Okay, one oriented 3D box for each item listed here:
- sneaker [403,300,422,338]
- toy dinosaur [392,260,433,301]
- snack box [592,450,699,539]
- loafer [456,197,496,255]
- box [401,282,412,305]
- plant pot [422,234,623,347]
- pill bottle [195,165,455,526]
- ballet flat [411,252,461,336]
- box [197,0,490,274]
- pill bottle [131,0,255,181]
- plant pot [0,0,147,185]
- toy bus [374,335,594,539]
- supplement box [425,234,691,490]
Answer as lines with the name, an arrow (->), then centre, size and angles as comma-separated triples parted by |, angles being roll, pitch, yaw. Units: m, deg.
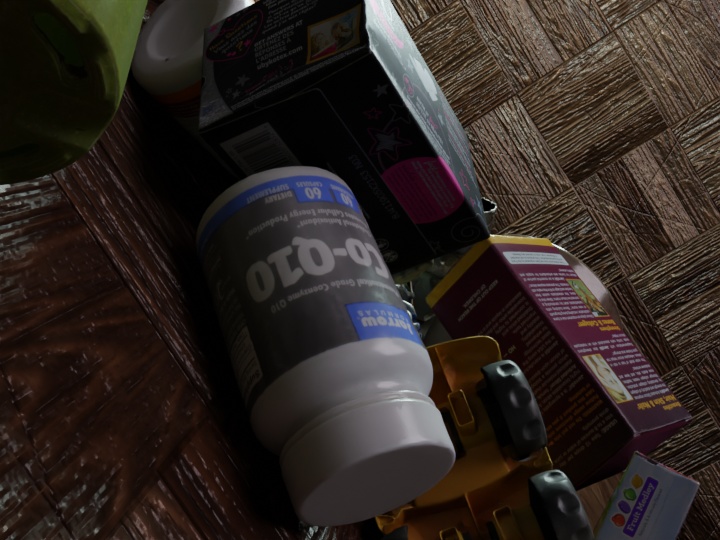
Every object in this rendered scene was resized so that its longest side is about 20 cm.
sneaker -> 0.025, 0.075, 0.749 | 0.200, 0.077, 0.076 | 53, 11, -32
toy dinosaur -> 0.000, 0.000, 0.796 | 0.200, 0.047, 0.088 | 20, -32, 44
snack box -> 0.176, 0.239, 0.642 | 0.053, 0.201, 0.142 | 26, -9, 19
loafer -> 0.063, -0.079, 0.949 | 0.199, 0.070, 0.075 | 18, 31, -26
box -> -0.014, -0.045, 0.969 | 0.200, 0.047, 0.193 | 54, 10, -17
plant pot -> 0.139, 0.091, 0.888 | 0.175, 0.200, 0.201 | -44, 105, -39
pill bottle -> -0.024, 0.043, 0.539 | 0.114, 0.114, 0.201 | 41, 20, -55
ballet flat -> 0.087, 0.049, 1.047 | 0.071, 0.070, 0.201 | -109, -169, -47
box -> -0.009, -0.097, 0.634 | 0.200, 0.132, 0.115 | 49, 27, -45
pill bottle -> -0.087, -0.135, 0.735 | 0.200, 0.109, 0.110 | 45, 18, -46
plant pot -> -0.157, -0.143, 0.357 | 0.200, 0.199, 0.191 | 44, 32, -50
toy bus -> 0.081, 0.182, 0.637 | 0.192, 0.135, 0.200 | 70, 0, -50
supplement box -> 0.161, 0.072, 0.732 | 0.110, 0.086, 0.200 | 0, 49, -49
